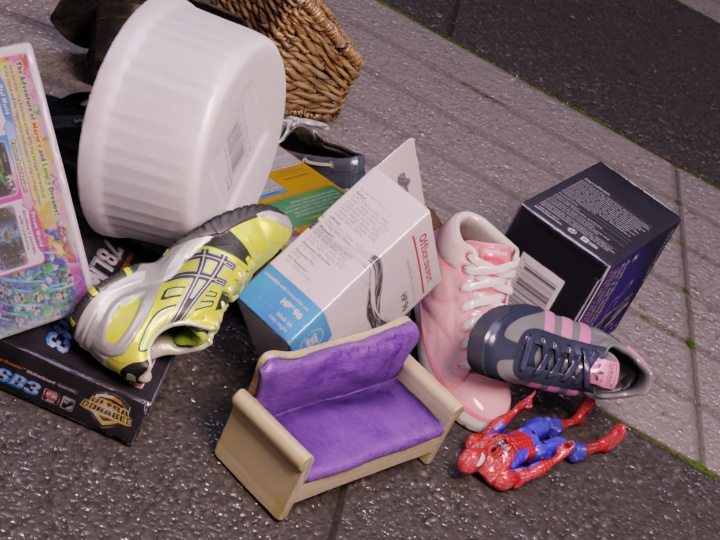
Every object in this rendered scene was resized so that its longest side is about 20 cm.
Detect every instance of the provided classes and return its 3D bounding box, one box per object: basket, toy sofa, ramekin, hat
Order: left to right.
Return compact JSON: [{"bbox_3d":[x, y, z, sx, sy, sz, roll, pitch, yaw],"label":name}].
[{"bbox_3d":[-0.210,-0.213,1.603,0.199,0.200,0.082,8,73,-29],"label":"hat"},{"bbox_3d":[-0.136,-0.111,1.294,0.097,0.202,0.201,17,27,14],"label":"ramekin"},{"bbox_3d":[-0.067,-0.279,1.774,0.141,0.150,0.201,7,34,-31],"label":"basket"},{"bbox_3d":[-0.009,0.111,1.257,0.083,0.098,0.199,42,32,27],"label":"toy sofa"}]

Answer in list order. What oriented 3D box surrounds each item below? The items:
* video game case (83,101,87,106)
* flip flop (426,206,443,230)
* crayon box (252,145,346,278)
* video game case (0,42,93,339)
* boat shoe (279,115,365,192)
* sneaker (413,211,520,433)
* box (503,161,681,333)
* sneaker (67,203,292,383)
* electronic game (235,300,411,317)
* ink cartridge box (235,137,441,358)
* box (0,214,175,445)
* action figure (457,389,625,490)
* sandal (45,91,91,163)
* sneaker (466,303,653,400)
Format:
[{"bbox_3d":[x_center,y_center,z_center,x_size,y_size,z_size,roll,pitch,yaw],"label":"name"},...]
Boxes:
[{"bbox_3d":[-0.157,-0.118,1.580,0.198,0.018,0.144,3,37,-37],"label":"video game case"},{"bbox_3d":[0.039,-0.046,1.562,0.199,0.058,0.081,35,10,12],"label":"flip flop"},{"bbox_3d":[-0.082,-0.051,1.423,0.125,0.052,0.199,-19,42,-42],"label":"crayon box"},{"bbox_3d":[-0.286,-0.047,1.138,0.181,0.202,0.024,-20,9,-42],"label":"video game case"},{"bbox_3d":[-0.059,-0.111,1.527,0.074,0.062,0.200,-10,27,-30],"label":"boat shoe"},{"bbox_3d":[0.100,0.037,1.425,0.075,0.105,0.202,8,50,-29],"label":"sneaker"},{"bbox_3d":[0.203,-0.001,1.552,0.104,0.149,0.200,36,31,17],"label":"box"},{"bbox_3d":[-0.124,0.020,1.223,0.199,0.076,0.076,-34,73,-30],"label":"sneaker"},{"bbox_3d":[-0.046,0.003,1.455,0.198,0.042,0.201,20,31,-12],"label":"electronic game"},{"bbox_3d":[0.000,0.000,1.319,0.200,0.116,0.068,-43,64,-15],"label":"ink cartridge box"},{"bbox_3d":[-0.234,0.027,1.261,0.197,0.050,0.201,24,30,-3],"label":"box"},{"bbox_3d":[0.149,0.146,1.384,0.199,0.052,0.066,-12,52,-45],"label":"action figure"},{"bbox_3d":[-0.258,-0.134,1.434,0.198,0.043,0.076,14,35,19],"label":"sandal"},{"bbox_3d":[0.176,0.073,1.387,0.199,0.071,0.082,7,10,-45],"label":"sneaker"}]
